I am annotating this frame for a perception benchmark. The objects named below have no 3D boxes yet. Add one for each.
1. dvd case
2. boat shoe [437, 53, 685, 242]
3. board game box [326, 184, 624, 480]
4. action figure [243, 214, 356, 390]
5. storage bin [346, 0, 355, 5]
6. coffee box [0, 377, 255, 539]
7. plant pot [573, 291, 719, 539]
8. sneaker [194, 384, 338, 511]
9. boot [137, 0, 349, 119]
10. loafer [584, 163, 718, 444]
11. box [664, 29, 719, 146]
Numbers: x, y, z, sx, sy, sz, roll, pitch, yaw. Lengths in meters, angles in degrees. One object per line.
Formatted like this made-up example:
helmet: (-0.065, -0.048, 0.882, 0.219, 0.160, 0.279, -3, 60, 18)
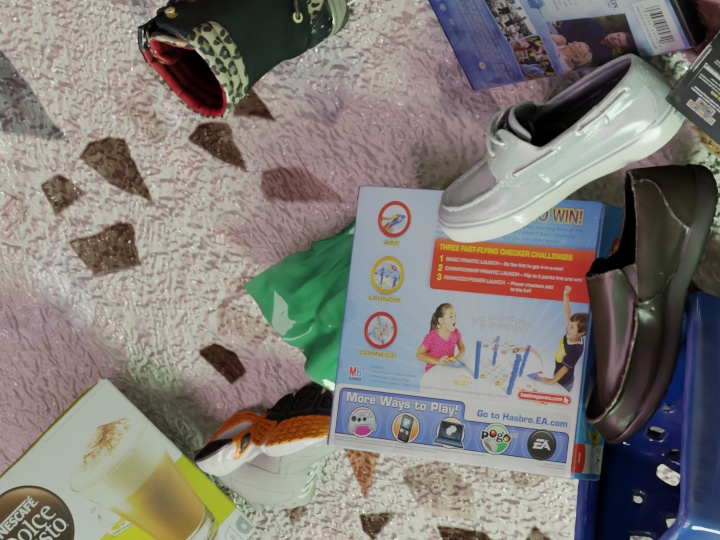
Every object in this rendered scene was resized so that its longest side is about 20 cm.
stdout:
dvd case: (0.124, -0.199, 1.532, 0.200, 0.018, 0.143, -7, 118, 44)
boat shoe: (0.124, -0.089, 1.553, 0.201, 0.070, 0.072, -29, 122, 28)
board game box: (0.085, 0.043, 1.641, 0.200, 0.056, 0.196, 6, 86, 29)
action figure: (0.000, 0.000, 1.782, 0.118, 0.055, 0.200, 45, 133, 1)
storage bin: (0.009, -0.305, 1.464, 0.199, 0.094, 0.200, -29, 98, 49)
coffee box: (-0.250, 0.248, 2.057, 0.198, 0.200, 0.200, 45, 158, -1)
plant pot: (0.267, 0.165, 1.578, 0.180, 0.200, 0.200, 18, 140, -10)
sneaker: (-0.056, 0.161, 1.966, 0.092, 0.076, 0.200, 47, 148, -16)
boot: (-0.110, -0.219, 1.605, 0.073, 0.154, 0.204, -23, 108, 48)
loafer: (0.183, 0.018, 1.549, 0.071, 0.200, 0.073, 14, -177, -11)
box: (0.314, -0.101, 1.437, 0.200, 0.044, 0.160, 40, 140, 5)
